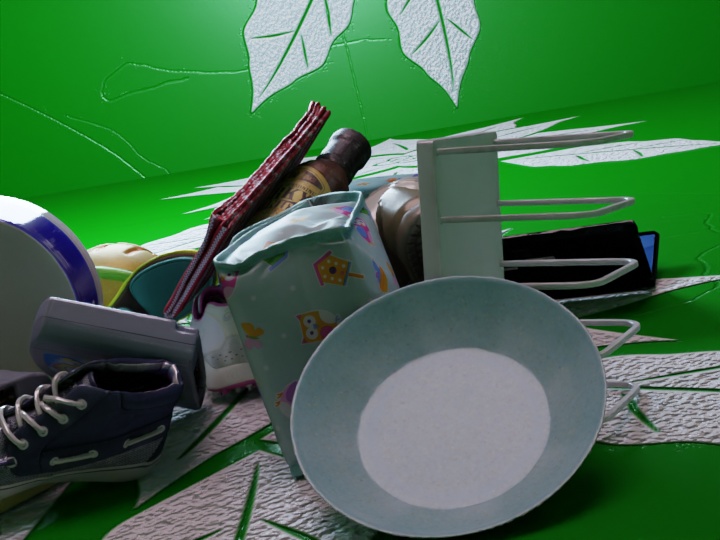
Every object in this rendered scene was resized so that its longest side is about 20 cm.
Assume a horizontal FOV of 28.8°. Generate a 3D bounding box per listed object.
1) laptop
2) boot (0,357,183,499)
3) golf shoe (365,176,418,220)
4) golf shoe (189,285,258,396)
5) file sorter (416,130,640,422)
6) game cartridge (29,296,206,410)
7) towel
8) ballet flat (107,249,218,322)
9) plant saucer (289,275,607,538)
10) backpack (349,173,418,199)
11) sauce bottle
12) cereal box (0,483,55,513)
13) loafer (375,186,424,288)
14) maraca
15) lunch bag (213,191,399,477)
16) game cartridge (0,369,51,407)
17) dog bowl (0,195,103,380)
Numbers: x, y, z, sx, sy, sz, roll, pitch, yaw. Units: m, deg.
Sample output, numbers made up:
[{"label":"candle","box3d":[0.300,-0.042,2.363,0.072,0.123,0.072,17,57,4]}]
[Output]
[{"label":"laptop","box3d":[0.188,-0.029,1.343,0.177,0.104,0.200,-8,-29,18]},{"label":"boot","box3d":[-0.225,0.104,0.982,0.199,0.091,0.073,-4,43,-34]},{"label":"golf shoe","box3d":[0.000,0.000,1.211,0.200,0.078,0.097,-47,7,-3]},{"label":"golf shoe","box3d":[-0.123,0.053,1.279,0.075,0.092,0.200,-15,10,-14]},{"label":"file sorter","box3d":[0.125,0.003,0.987,0.124,0.201,0.139,0,8,24]},{"label":"game cartridge","box3d":[-0.190,0.069,1.106,0.133,0.041,0.200,14,-17,0]},{"label":"towel","box3d":[-0.101,-0.056,1.244,0.200,0.022,0.145,-54,-1,-44]},{"label":"ballet flat","box3d":[-0.203,0.029,1.355,0.200,0.067,0.067,-38,10,30]},{"label":"plant saucer","box3d":[0.056,0.090,0.882,0.200,0.039,0.201,-9,46,9]},{"label":"backpack","box3d":[-0.013,-0.008,1.355,0.177,0.151,0.200,-8,16,42]},{"label":"sauce bottle","box3d":[-0.051,-0.053,1.234,0.065,0.065,0.200,-3,38,34]},{"label":"cereal box","box3d":[-0.331,0.157,1.070,0.199,0.040,0.144,-4,13,33]},{"label":"loafer","box3d":[0.060,0.005,1.101,0.076,0.200,0.067,-25,49,-11]},{"label":"maraca","box3d":[-0.264,0.031,1.486,0.137,0.107,0.200,25,-24,-28]},{"label":"lunch bag","box3d":[-0.024,0.037,1.044,0.122,0.171,0.200,-18,11,7]},{"label":"game cartridge","box3d":[-0.360,0.116,1.106,0.133,0.042,0.200,3,13,34]},{"label":"dog bowl","box3d":[-0.339,0.037,1.267,0.199,0.201,0.079,-9,14,5]}]
